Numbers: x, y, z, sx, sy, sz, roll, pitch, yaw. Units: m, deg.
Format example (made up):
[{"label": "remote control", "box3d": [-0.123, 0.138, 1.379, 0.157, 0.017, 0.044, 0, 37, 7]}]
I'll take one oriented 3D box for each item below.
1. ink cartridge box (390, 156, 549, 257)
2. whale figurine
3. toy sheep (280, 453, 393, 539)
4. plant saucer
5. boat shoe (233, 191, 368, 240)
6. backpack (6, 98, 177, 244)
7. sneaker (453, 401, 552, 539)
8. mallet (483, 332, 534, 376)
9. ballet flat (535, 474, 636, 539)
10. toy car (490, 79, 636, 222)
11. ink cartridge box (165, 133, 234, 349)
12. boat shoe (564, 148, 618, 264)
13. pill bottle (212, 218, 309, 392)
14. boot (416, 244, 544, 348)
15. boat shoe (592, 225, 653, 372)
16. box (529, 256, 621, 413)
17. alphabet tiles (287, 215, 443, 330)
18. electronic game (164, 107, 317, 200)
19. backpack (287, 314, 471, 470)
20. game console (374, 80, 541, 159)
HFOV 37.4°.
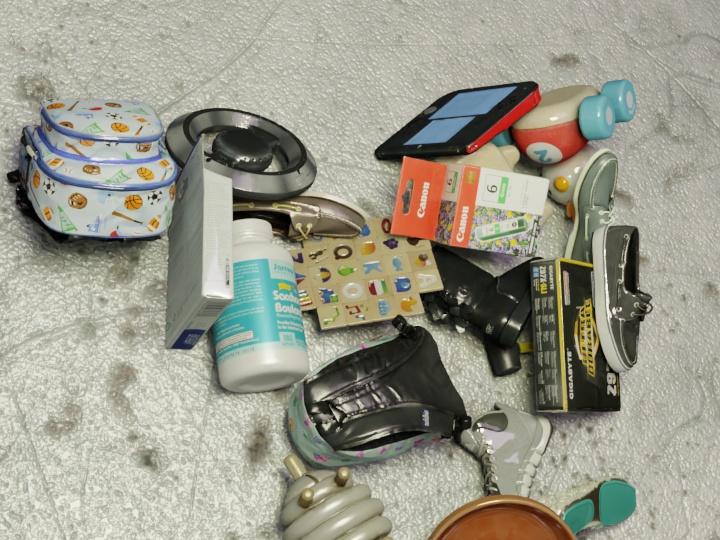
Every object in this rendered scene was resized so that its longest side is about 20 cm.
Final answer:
[{"label": "ink cartridge box", "box3d": [0.146, -0.083, 1.403, 0.200, 0.050, 0.109, 7, 96, -25]}, {"label": "whale figurine", "box3d": [0.173, -0.104, 1.497, 0.200, 0.104, 0.159, 26, 87, -24]}, {"label": "toy sheep", "box3d": [-0.029, 0.295, 1.225, 0.138, 0.138, 0.200, -19, 68, -27]}, {"label": "plant saucer", "box3d": [0.167, 0.363, 1.280, 0.200, 0.032, 0.200, -1, 103, -5]}, {"label": "boat shoe", "box3d": [-0.091, -0.070, 1.381, 0.200, 0.072, 0.060, 14, 59, -7]}, {"label": "backpack", "box3d": [-0.300, -0.115, 1.247, 0.200, 0.154, 0.191, -7, 38, -24]}, {"label": "sneaker", "box3d": [0.162, 0.256, 1.360, 0.115, 0.075, 0.200, 26, 56, 1]}, {"label": "mallet", "box3d": [0.263, 0.113, 1.474, 0.200, 0.041, 0.066, 3, 66, -25]}, {"label": "ballet flat", "box3d": [0.284, 0.301, 1.377, 0.200, 0.072, 0.072, 2, 66, -47]}, {"label": "toy car", "box3d": [0.299, -0.158, 1.542, 0.177, 0.184, 0.200, -36, 117, -51]}, {"label": "ink cartridge box", "box3d": [-0.192, -0.029, 1.256, 0.041, 0.200, 0.200, 4, 69, -21]}, {"label": "boat shoe", "box3d": [0.338, -0.074, 1.491, 0.073, 0.200, 0.062, -17, 38, -32]}, {"label": "pill bottle", "box3d": [-0.129, 0.041, 1.302, 0.111, 0.111, 0.200, -3, 70, -23]}, {"label": "boot", "box3d": [0.165, 0.014, 1.448, 0.162, 0.073, 0.198, 26, 40, 12]}, {"label": "boat shoe", "box3d": [0.359, 0.035, 1.426, 0.070, 0.066, 0.200, 8, 77, -50]}, {"label": "box", "box3d": [0.290, 0.090, 1.423, 0.160, 0.049, 0.200, 10, 76, -52]}, {"label": "alphabet tiles", "box3d": [0.000, 0.000, 1.383, 0.200, 0.006, 0.166, -9, 52, -8]}, {"label": "electronic game", "box3d": [-0.153, -0.152, 1.371, 0.200, 0.042, 0.200, 14, 33, -9]}, {"label": "backpack", "box3d": [0.012, 0.167, 1.298, 0.200, 0.127, 0.167, -17, 66, -27]}, {"label": "game console", "box3d": [0.136, -0.207, 1.472, 0.177, 0.200, 0.031, -36, 113, -30]}]
